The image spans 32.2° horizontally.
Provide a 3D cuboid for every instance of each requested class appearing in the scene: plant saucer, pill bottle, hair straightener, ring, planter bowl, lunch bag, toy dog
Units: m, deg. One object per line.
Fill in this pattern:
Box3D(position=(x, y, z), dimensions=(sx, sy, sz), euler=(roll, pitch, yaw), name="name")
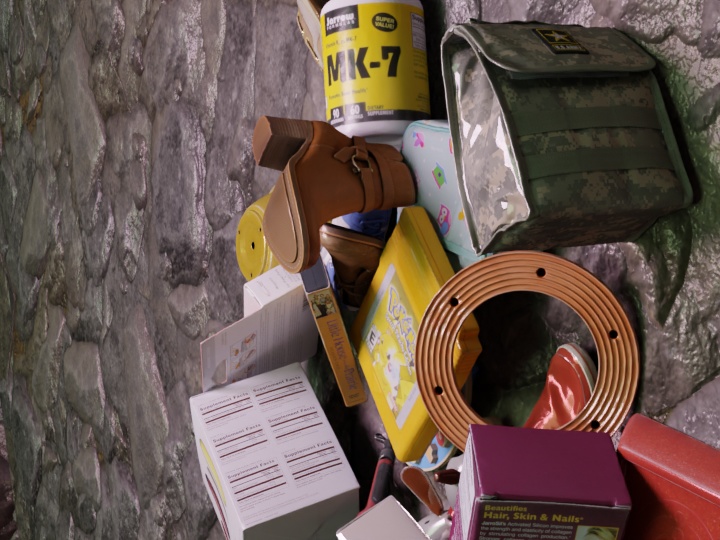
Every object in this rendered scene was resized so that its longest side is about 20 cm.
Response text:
Box3D(position=(0.265, 0.241, 1.021), dimensions=(0.200, 0.037, 0.200), euler=(23, 112, 57), name="plant saucer")
Box3D(position=(0.015, -0.237, 1.356), dimensions=(0.114, 0.114, 0.200), euler=(-11, 83, 60), name="pill bottle")
Box3D(position=(0.009, 0.275, 1.402), dimensions=(0.077, 0.041, 0.200), euler=(97, -178, -52), name="hair straightener")
Box3D(position=(0.147, 0.081, 1.112), dimensions=(0.019, 0.200, 0.201), euler=(-24, -63, -74), name="ring")
Box3D(position=(-0.107, -0.033, 1.617), dimensions=(0.200, 0.083, 0.201), euler=(4, 95, 61), name="planter bowl")
Box3D(position=(0.165, -0.126, 1.046), dimensions=(0.118, 0.164, 0.200), euler=(137, 125, -60), name="lunch bag")
Box3D(position=(0.106, -0.065, 1.237), dimensions=(0.200, 0.077, 0.161), euler=(-152, 64, -62), name="lunch bag")
Box3D(position=(0.090, 0.239, 1.269), dimensions=(0.132, 0.096, 0.200), euler=(51, 134, 47), name="toy dog")

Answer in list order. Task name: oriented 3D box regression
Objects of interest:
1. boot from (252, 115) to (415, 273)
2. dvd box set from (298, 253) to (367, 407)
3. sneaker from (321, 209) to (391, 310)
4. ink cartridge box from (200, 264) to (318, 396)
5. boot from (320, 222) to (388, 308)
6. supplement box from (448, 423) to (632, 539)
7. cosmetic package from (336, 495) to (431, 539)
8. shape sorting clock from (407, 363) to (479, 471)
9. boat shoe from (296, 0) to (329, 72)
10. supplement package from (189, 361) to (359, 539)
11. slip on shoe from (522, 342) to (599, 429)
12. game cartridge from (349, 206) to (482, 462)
Box3D(position=(-0.017, -0.073, 1.225), dimensions=(0.074, 0.155, 0.200), euler=(-55, 35, 43), name="boot")
Box3D(position=(-0.040, 0.036, 1.372), dimensions=(0.200, 0.029, 0.146), euler=(73, 178, -47), name="dvd box set")
Box3D(position=(0.004, -0.034, 1.442), dimensions=(0.077, 0.076, 0.200), euler=(60, 150, 30), name="sneaker")
Box3D(position=(-0.128, 0.081, 1.515), dimensions=(0.044, 0.173, 0.200), euler=(51, 156, 24), name="ink cartridge box")
Box3D(position=(0.000, 0.000, 1.325), dimensions=(0.074, 0.200, 0.076), euler=(23, 85, 26), name="boot")
Box3D(position=(0.146, 0.245, 1.086), dimensions=(0.103, 0.131, 0.200), euler=(-91, 7, -60), name="supplement box")
Box3D(position=(0.050, 0.331, 1.270), dimensions=(0.105, 0.071, 0.200), euler=(46, 162, 40), name="cosmetic package")
Box3D(position=(0.065, 0.119, 1.366), dimensions=(0.200, 0.039, 0.200), euler=(6, 96, 60), name="shape sorting clock")
Box3D(position=(-0.025, -0.269, 1.481), dimensions=(0.066, 0.074, 0.200), euler=(106, 150, -52), name="boat shoe")
Box3D(position=(-0.102, 0.260, 1.509), dimensions=(0.191, 0.147, 0.200), euler=(89, 158, -47), name="supplement package")
Box3D(position=(0.174, 0.162, 1.152), dimensions=(0.074, 0.061, 0.200), euler=(41, 124, 54), name="slip on shoe")
Box3D(position=(0.051, 0.066, 1.250), dimensions=(0.200, 0.032, 0.176), euler=(110, 146, -46), name="game cartridge")
